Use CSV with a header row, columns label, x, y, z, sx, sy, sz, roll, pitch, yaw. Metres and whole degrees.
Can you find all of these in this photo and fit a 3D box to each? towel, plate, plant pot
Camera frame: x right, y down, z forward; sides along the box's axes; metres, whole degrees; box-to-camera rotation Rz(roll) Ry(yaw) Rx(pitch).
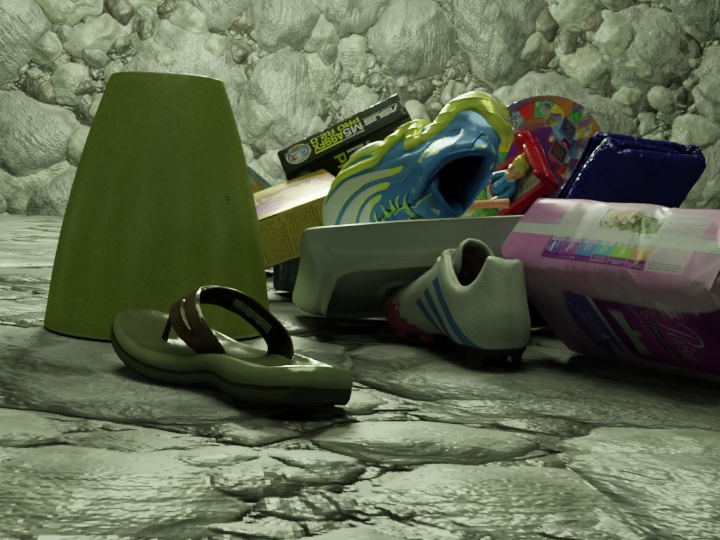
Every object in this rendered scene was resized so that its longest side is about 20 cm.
label,x,y,z,sx,sy,sz,roll,pitch,yaw
towel,0.209,-0.034,0.948,0.146,0.202,0.050,-2,43,-41
plate,0.043,0.005,0.919,0.196,0.033,0.200,-4,-19,-8
plant pot,-0.162,-0.055,0.867,0.183,0.204,0.187,2,5,0

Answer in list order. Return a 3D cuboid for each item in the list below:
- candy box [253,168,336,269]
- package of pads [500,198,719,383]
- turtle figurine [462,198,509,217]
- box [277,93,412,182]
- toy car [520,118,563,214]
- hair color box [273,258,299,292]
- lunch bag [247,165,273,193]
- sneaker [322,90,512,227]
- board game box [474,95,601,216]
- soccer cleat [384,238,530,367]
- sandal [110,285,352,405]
label,x,y,z,sx,sy,sz,roll,pitch,yaw
candy box,-0.109,-0.043,1.134,0.197,0.057,0.117,-20,20,-10
package of pads,0.204,0.014,0.744,0.121,0.076,0.199,46,-20,-30
turtle figurine,0.054,-0.042,1.009,0.198,0.065,0.162,-24,24,18
box,0.008,-0.093,1.268,0.158,0.201,0.045,-24,46,1
toy car,0.226,-0.030,1.114,0.199,0.165,0.158,27,18,-42
hair color box,0.000,0.000,1.149,0.099,0.062,0.198,-4,8,-40
lunch bag,-0.186,-0.062,1.406,0.168,0.129,0.199,5,-20,39
sneaker,0.038,-0.070,0.888,0.199,0.076,0.106,-37,22,27
board game box,0.143,-0.090,1.044,0.157,0.203,0.039,13,-12,47
soccer cleat,0.076,0.018,0.820,0.069,0.088,0.200,1,5,-21
sandal,-0.076,0.040,0.637,0.079,0.059,0.199,-2,6,-45
